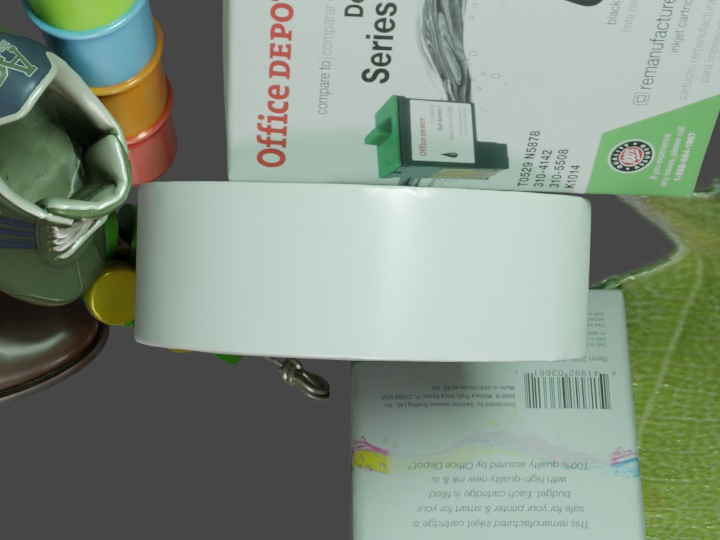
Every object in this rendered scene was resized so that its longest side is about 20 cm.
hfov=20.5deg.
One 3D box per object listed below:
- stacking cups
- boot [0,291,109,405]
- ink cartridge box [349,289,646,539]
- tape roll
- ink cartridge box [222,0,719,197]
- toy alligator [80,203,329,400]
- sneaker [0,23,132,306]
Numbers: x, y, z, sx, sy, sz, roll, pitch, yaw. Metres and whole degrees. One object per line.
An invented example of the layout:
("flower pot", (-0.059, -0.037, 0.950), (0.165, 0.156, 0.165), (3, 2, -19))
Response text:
("stacking cups", (-0.110, -0.101, 0.816), (0.060, 0.061, 0.200), (-3, 146, 3))
("boot", (-0.219, -0.017, 0.948), (0.185, 0.064, 0.201), (-8, 138, -7))
("ink cartridge box", (0.066, 0.115, 1.013), (0.144, 0.201, 0.088), (0, 146, -1))
("tape roll", (0.000, 0.000, 0.872), (0.201, 0.071, 0.202), (1, -179, 0))
("ink cartridge box", (0.043, -0.104, 0.792), (0.199, 0.085, 0.146), (1, 146, -3))
("toy alligator", (-0.084, 0.009, 0.991), (0.199, 0.059, 0.054), (24, 99, -32))
("sneaker", (-0.133, -0.035, 0.831), (0.089, 0.067, 0.200), (22, 156, 26))
